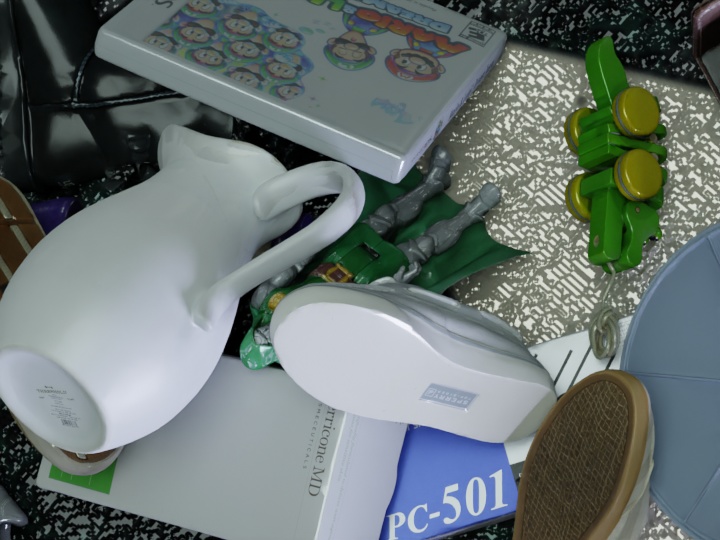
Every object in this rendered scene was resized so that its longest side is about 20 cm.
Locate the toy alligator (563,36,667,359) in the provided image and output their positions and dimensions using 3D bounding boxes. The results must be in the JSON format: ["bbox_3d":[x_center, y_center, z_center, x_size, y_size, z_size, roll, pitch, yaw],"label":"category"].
[{"bbox_3d":[0.161,-0.041,1.293,0.054,0.059,0.202,10,71,-31],"label":"toy alligator"}]

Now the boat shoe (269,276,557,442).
[{"bbox_3d":[0.028,0.038,1.209,0.072,0.199,0.069,-55,39,29],"label":"boat shoe"}]

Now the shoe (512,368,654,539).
[{"bbox_3d":[0.127,0.145,1.247,0.070,0.053,0.202,33,116,34],"label":"shoe"}]

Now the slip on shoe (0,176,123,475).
[{"bbox_3d":[-0.198,0.038,1.280,0.076,0.061,0.201,-22,69,-31],"label":"slip on shoe"}]

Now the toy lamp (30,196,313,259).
[{"bbox_3d":[-0.130,-0.015,1.344,0.198,0.058,0.059,2,84,11],"label":"toy lamp"}]

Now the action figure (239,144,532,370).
[{"bbox_3d":[0.000,0.000,1.270,0.118,0.055,0.200,35,53,21],"label":"action figure"}]

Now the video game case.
[{"bbox_3d":[-0.031,-0.136,1.291,0.199,0.182,0.024,24,126,11],"label":"video game case"}]

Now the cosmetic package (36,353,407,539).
[{"bbox_3d":[-0.082,0.104,1.284,0.198,0.085,0.109,10,84,29],"label":"cosmetic package"}]

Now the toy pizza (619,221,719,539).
[{"bbox_3d":[0.238,0.066,1.212,0.199,0.032,0.202,-4,83,34],"label":"toy pizza"}]

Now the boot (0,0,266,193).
[{"bbox_3d":[-0.146,-0.139,1.355,0.161,0.073,0.200,-4,87,10],"label":"boot"}]

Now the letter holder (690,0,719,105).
[{"bbox_3d":[0.301,-0.145,1.239,0.199,0.142,0.101,-28,79,5],"label":"letter holder"}]

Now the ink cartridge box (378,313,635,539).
[{"bbox_3d":[0.097,0.099,1.296,0.198,0.044,0.095,-18,79,8],"label":"ink cartridge box"}]

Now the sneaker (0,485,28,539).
[{"bbox_3d":[-0.286,0.207,1.339,0.115,0.075,0.200,42,91,10],"label":"sneaker"}]

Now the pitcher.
[{"bbox_3d":[-0.101,0.006,1.200,0.171,0.122,0.200,-2,38,42],"label":"pitcher"}]
